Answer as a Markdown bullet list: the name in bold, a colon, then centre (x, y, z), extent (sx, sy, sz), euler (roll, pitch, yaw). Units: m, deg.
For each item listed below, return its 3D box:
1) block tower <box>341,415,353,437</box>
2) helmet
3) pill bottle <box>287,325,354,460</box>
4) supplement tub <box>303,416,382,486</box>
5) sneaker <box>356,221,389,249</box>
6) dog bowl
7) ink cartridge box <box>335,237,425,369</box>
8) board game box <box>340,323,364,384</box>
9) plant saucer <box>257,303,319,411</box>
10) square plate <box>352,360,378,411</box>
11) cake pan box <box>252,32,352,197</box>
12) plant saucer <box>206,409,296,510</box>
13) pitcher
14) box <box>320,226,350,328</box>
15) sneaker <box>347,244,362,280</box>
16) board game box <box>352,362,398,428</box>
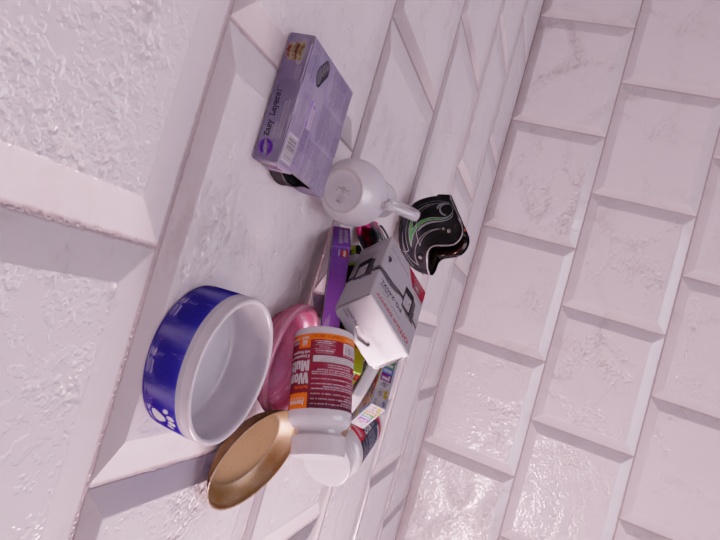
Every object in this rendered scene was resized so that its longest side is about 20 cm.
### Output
- **block tower**: centre (-0.029, 0.312, 1.308), extent (0.055, 0.057, 0.201), euler (-58, 178, 39)
- **helmet**: centre (0.194, -0.097, 1.598), extent (0.203, 0.187, 0.202), euler (59, 15, -26)
- **pill bottle**: centre (-0.066, 0.206, 0.969), extent (0.110, 0.106, 0.206), euler (60, 30, -64)
- **supplement tub**: centre (-0.040, 0.400, 1.381), extent (0.199, 0.137, 0.144), euler (-34, 137, -63)
- **sneaker**: centre (0.049, -0.020, 1.287), extent (0.080, 0.203, 0.074), euler (-37, 165, 15)
- **dog bowl**: centre (-0.203, 0.127, 0.796), extent (0.199, 0.077, 0.206), euler (16, 89, -71)
- **ink cartridge box**: centre (0.043, 0.058, 1.085), extent (0.147, 0.082, 0.202), euler (57, 29, -21)
- **board game box**: centre (-0.019, 0.133, 1.141), extent (0.102, 0.046, 0.203), euler (120, -13, -48)
- **plant saucer**: centre (-0.138, 0.155, 1.047), extent (0.200, 0.050, 0.206), euler (16, 89, -71)
- **square plate**: centre (-0.003, 0.233, 1.173), extent (0.199, 0.028, 0.202), euler (-56, 177, -46)
- **cake pan box**: centre (-0.084, -0.229, 0.907), extent (0.184, 0.051, 0.206), euler (23, 83, -69)
- **plant saucer**: centre (-0.186, 0.310, 0.981), extent (0.199, 0.035, 0.204), euler (-37, 145, -30)
- **pitcher**: centre (0.021, -0.136, 1.094), extent (0.199, 0.168, 0.124), euler (-9, 119, -70)
- **box**: centre (-0.050, 0.030, 1.142), extent (0.137, 0.038, 0.206), euler (-96, -166, -71)
- **sneaker**: centre (0.000, 0.000, 1.290), extent (0.201, 0.069, 0.085), euler (83, 6, -70)
- **board game box**: centre (0.041, 0.224, 1.256), extent (0.135, 0.033, 0.204), euler (123, -12, -54)
